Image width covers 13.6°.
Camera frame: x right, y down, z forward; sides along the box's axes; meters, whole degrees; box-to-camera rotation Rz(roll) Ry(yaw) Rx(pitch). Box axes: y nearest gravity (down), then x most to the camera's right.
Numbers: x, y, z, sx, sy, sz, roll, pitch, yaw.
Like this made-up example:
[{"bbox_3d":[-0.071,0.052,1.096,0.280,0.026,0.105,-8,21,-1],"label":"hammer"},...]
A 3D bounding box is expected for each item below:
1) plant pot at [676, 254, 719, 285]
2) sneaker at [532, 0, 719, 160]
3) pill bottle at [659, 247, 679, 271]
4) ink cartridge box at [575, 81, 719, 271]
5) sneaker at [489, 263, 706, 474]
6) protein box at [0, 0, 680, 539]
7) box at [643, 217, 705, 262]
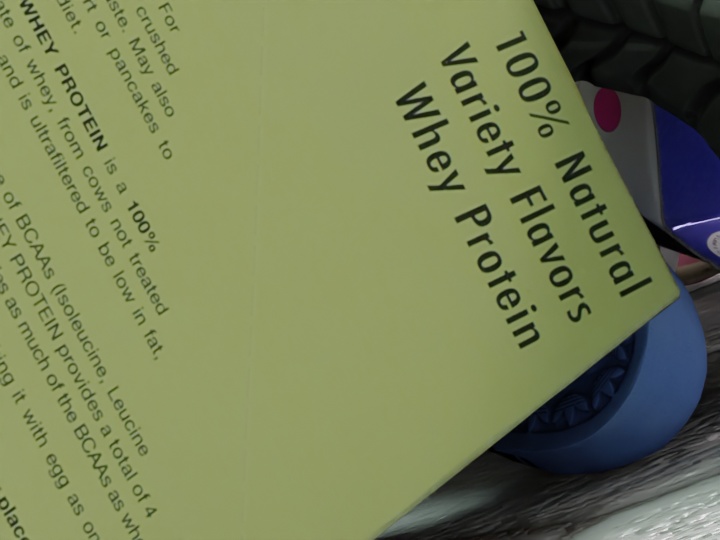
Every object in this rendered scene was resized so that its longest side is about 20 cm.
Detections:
[{"bbox_3d":[0.075,-0.068,1.165,0.199,0.201,0.179,-21,15,-19],"label":"plant pot"},{"bbox_3d":[0.098,-0.061,0.674,0.082,0.199,0.073,-46,-21,-32],"label":"sneaker"},{"bbox_3d":[0.000,0.000,0.943,0.199,0.113,0.112,-22,3,-43],"label":"pill bottle"},{"bbox_3d":[0.076,-0.057,0.773,0.094,0.037,0.200,-9,33,-32],"label":"ink cartridge box"},{"bbox_3d":[0.045,0.014,0.780,0.078,0.070,0.200,22,1,-27],"label":"sneaker"},{"bbox_3d":[-0.076,-0.022,0.641,0.200,0.199,0.135,-35,11,-38],"label":"protein box"},{"bbox_3d":[0.086,-0.047,0.843,0.199,0.036,0.143,22,24,22],"label":"box"}]
